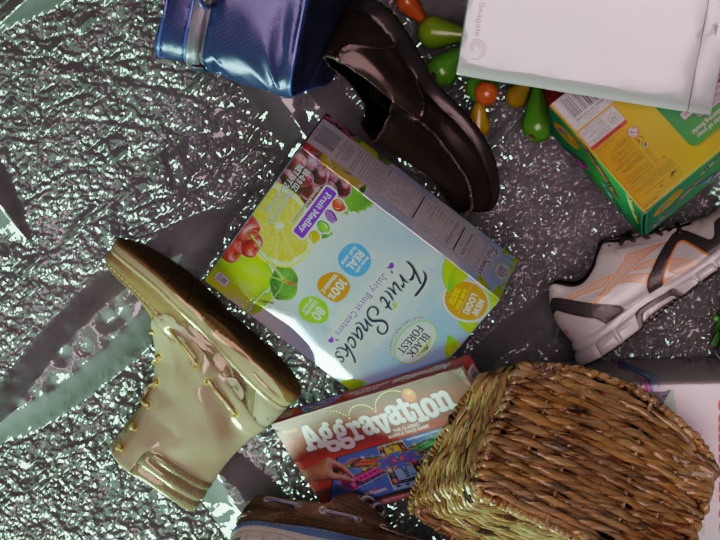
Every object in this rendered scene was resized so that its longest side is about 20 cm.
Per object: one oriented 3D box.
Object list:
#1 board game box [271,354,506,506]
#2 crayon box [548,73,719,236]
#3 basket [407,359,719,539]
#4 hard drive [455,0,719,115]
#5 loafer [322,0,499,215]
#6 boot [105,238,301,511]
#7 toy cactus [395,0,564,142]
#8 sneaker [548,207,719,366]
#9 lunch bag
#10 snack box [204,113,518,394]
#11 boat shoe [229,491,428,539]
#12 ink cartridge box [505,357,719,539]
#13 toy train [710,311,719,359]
[{"bbox_3d":[0.030,0.139,1.744,0.199,0.019,0.103,-19,110,34],"label":"board game box"},{"bbox_3d":[0.260,-0.138,1.676,0.199,0.058,0.119,-38,72,-6],"label":"crayon box"},{"bbox_3d":[0.160,0.159,1.670,0.199,0.149,0.144,25,70,-13],"label":"basket"},{"bbox_3d":[0.180,-0.199,1.613,0.198,0.027,0.133,9,107,2],"label":"hard drive"},{"bbox_3d":[0.034,-0.118,1.688,0.071,0.073,0.201,-42,104,-20],"label":"loafer"},{"bbox_3d":[-0.168,0.087,1.775,0.200,0.073,0.156,42,104,-1],"label":"boot"},{"bbox_3d":[0.118,-0.207,1.705,0.164,0.102,0.201,-35,88,-2],"label":"toy cactus"},{"bbox_3d":[0.240,-0.008,1.736,0.199,0.074,0.080,-36,85,3],"label":"sneaker"},{"bbox_3d":[-0.086,-0.216,1.649,0.131,0.200,0.137,16,100,10],"label":"lunch bag"},{"bbox_3d":[0.000,0.000,1.720,0.199,0.068,0.169,36,127,-4],"label":"snack box"},{"bbox_3d":[-0.008,0.220,1.756,0.198,0.073,0.073,10,138,5],"label":"boat shoe"},{"bbox_3d":[0.220,0.153,1.757,0.198,0.084,0.146,-2,100,3],"label":"ink cartridge box"},{"bbox_3d":[0.331,-0.002,1.702,0.041,0.057,0.201,21,128,0],"label":"toy train"}]
